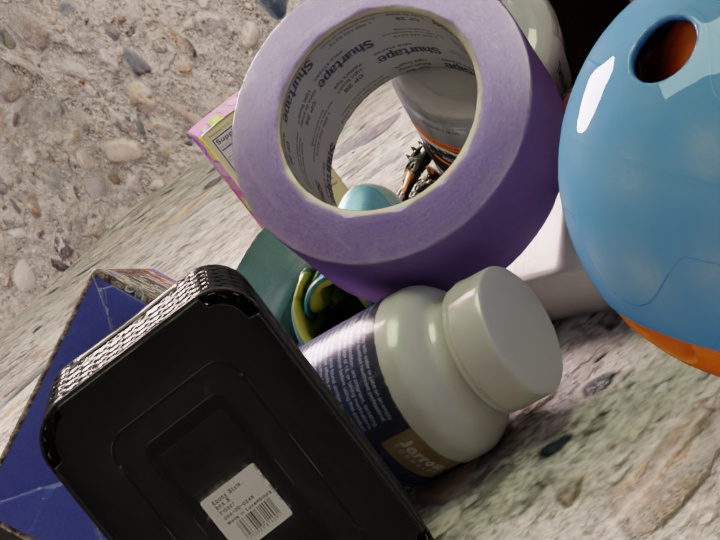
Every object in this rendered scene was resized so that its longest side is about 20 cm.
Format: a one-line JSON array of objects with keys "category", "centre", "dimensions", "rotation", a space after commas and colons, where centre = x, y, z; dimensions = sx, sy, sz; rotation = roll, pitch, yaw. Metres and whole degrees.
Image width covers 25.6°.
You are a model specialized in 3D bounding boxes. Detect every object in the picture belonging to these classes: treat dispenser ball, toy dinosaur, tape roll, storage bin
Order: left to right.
[{"category": "storage bin", "centre": [-0.067, 0.112, 0.864], "dimensions": [0.135, 0.200, 0.094], "rotation": [-37, 11, -2]}, {"category": "tape roll", "centre": [0.025, -0.085, 1.000], "dimensions": [0.200, 0.201, 0.085], "rotation": [-35, -28, 9]}, {"category": "toy dinosaur", "centre": [0.060, -0.064, 1.473], "dimensions": [0.136, 0.102, 0.200], "rotation": [-55, 36, -7]}, {"category": "treat dispenser ball", "centre": [0.191, -0.049, 0.728], "dimensions": [0.200, 0.201, 0.201], "rotation": [-35, 12, 8]}]

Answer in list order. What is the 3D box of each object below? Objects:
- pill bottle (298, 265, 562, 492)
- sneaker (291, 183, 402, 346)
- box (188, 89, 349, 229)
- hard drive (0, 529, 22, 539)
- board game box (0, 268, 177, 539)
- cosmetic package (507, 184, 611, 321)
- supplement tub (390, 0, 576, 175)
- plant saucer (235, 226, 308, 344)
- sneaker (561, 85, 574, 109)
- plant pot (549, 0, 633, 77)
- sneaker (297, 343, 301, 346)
[{"category": "pill bottle", "centre": [0.020, 0.078, 0.968], "dimensions": [0.199, 0.111, 0.111], "rotation": [-31, 13, 31]}, {"category": "sneaker", "centre": [0.000, 0.000, 1.111], "dimensions": [0.079, 0.131, 0.201], "rotation": [-7, 58, 10]}, {"category": "box", "centre": [-0.091, -0.103, 1.783], "dimensions": [0.096, 0.200, 0.176], "rotation": [-37, 12, -5]}, {"category": "hard drive", "centre": [-0.262, 0.240, 1.111], "dimensions": [0.200, 0.038, 0.140], "rotation": [-54, 36, 3]}, {"category": "board game box", "centre": [-0.143, 0.090, 1.008], "dimensions": [0.160, 0.096, 0.200], "rotation": [-63, -2, 2]}, {"category": "cosmetic package", "centre": [0.123, -0.025, 1.060], "dimensions": [0.200, 0.071, 0.102], "rotation": [-16, 60, 60]}, {"category": "supplement tub", "centre": [0.098, -0.122, 1.150], "dimensions": [0.122, 0.123, 0.200], "rotation": [-36, -25, 2]}, {"category": "plant saucer", "centre": [-0.051, 0.051, 1.215], "dimensions": [0.036, 0.201, 0.200], "rotation": [16, 39, 22]}, {"category": "sneaker", "centre": [0.181, -0.103, 1.022], "dimensions": [0.074, 0.087, 0.200], "rotation": [-40, -4, -30]}, {"category": "plant pot", "centre": [0.265, -0.179, 1.150], "dimensions": [0.199, 0.188, 0.187], "rotation": [-23, 9, -12]}, {"category": "sneaker", "centre": [-0.003, 0.068, 1.199], "dimensions": [0.200, 0.078, 0.077], "rotation": [-53, -14, -27]}]
